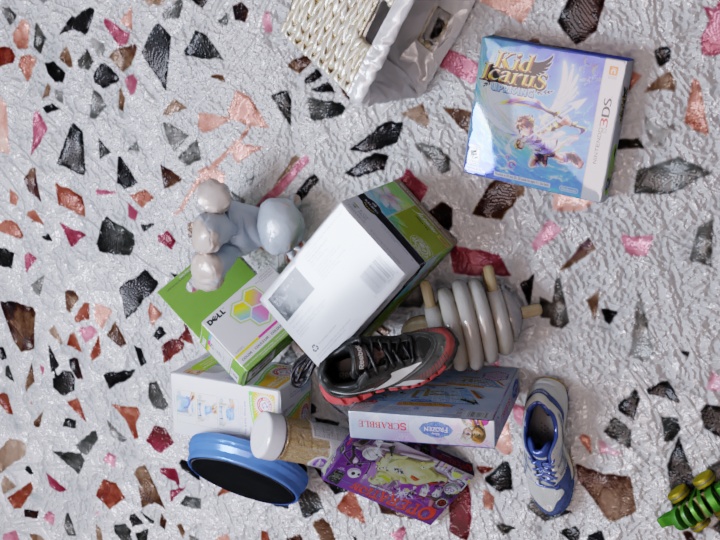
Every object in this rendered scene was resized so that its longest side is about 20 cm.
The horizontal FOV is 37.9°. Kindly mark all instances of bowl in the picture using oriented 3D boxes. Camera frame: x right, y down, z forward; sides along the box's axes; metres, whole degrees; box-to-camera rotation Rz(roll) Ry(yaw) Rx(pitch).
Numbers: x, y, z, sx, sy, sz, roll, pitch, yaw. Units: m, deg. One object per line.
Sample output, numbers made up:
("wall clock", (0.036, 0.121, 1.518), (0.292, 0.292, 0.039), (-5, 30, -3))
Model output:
("bowl", (-0.180, 0.315, 1.646), (0.197, 0.040, 0.202), (16, 153, 8))

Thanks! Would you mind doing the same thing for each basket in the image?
("basket", (0.029, -0.342, 1.359), (0.160, 0.199, 0.200), (37, 116, 15))

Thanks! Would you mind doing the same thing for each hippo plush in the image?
("hippo plush", (-0.163, -0.043, 1.557), (0.158, 0.200, 0.163), (6, 86, -3))

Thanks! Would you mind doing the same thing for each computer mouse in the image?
("computer mouse", (0.004, 0.161, 1.590), (0.198, 0.046, 0.142), (34, 94, 7))

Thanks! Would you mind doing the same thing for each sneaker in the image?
("sneaker", (0.251, 0.254, 1.461), (0.074, 0.088, 0.204), (-2, 103, 25))
("sneaker", (0.030, 0.118, 1.362), (0.197, 0.098, 0.072), (-18, 67, 10))

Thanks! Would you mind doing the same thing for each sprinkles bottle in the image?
("sprinkles bottle", (-0.063, 0.259, 1.563), (0.068, 0.197, 0.069), (-34, 48, 50))

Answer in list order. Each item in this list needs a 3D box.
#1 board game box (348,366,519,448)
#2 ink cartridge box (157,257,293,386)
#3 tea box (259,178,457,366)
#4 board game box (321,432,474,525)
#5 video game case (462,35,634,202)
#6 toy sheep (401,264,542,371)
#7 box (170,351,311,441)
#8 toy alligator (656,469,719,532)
("board game box", (0.106, 0.180, 1.437), (0.196, 0.199, 0.042), (2, 105, 19))
("ink cartridge box", (-0.192, 0.049, 1.590), (0.200, 0.148, 0.076), (45, 155, 9))
("tea box", (0.000, 0.000, 1.459), (0.134, 0.196, 0.200), (46, 119, 7))
("board game box", (0.055, 0.296, 1.543), (0.198, 0.033, 0.120), (26, 122, -20))
("video game case", (0.242, -0.200, 1.375), (0.197, 0.045, 0.185), (15, 108, 23))
("toy sheep", (0.152, 0.070, 1.443), (0.196, 0.138, 0.140), (-14, 97, 6))
("box", (-0.186, 0.205, 1.653), (0.197, 0.112, 0.103), (7, 106, 24))
("toy alligator", (0.470, 0.296, 1.379), (0.199, 0.054, 0.060), (-39, 85, 29))
